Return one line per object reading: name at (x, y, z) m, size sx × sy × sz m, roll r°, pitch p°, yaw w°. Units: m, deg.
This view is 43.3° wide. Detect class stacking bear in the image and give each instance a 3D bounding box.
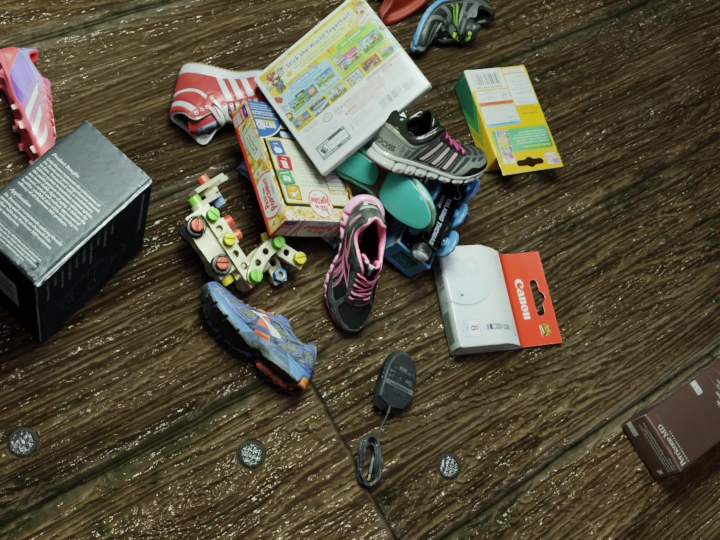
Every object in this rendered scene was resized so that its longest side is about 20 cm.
stacking bear at (0.039, -0.551, 1.576) m, size 0.112 × 0.122 × 0.202 m, roll -23°, pitch 69°, yaw -24°

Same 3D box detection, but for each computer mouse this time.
computer mouse at (0.032, 0.208, 1.288) m, size 0.058 × 0.034 × 0.203 m, roll 31°, pitch 65°, yaw -23°

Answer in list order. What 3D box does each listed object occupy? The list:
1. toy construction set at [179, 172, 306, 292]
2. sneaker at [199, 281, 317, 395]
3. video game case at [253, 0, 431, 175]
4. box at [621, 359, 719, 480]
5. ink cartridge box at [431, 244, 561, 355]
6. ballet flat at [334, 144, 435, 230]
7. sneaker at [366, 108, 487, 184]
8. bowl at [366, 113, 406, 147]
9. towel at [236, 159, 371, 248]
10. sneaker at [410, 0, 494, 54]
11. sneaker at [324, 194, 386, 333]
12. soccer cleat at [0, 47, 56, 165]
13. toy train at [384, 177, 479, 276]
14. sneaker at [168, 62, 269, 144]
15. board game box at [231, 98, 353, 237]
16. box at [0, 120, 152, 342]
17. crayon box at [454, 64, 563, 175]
toy construction set at (-0.181, -0.053, 1.287) m, size 0.131 × 0.092 × 0.201 m, roll -37°, pitch 83°, yaw -28°
sneaker at (-0.142, 0.085, 1.262) m, size 0.200 × 0.075 × 0.079 m, roll 43°, pitch 52°, yaw -6°
video game case at (-0.028, -0.268, 1.301) m, size 0.199 × 0.023 × 0.183 m, roll -38°, pitch 77°, yaw 5°
box at (0.517, 0.230, 1.419) m, size 0.198 × 0.075 × 0.101 m, roll -28°, pitch 79°, yaw -25°
ink cartridge box at (0.218, 0.041, 1.411) m, size 0.196 × 0.047 × 0.163 m, roll -4°, pitch 69°, yaw -18°
ballet flat at (0.041, -0.133, 1.327) m, size 0.199 × 0.068 × 0.070 m, roll 36°, pitch 27°, yaw 16°
sneaker at (0.107, -0.181, 1.290) m, size 0.196 × 0.089 × 0.074 m, roll 5°, pitch 31°, yaw -28°
bowl at (0.019, -0.256, 1.406) m, size 0.074 × 0.200 × 0.203 m, roll -27°, pitch 74°, yaw 9°
towel at (-0.076, -0.144, 1.403) m, size 0.199 × 0.024 × 0.148 m, roll 37°, pitch 60°, yaw -1°
sneaker at (0.164, -0.431, 1.583) m, size 0.199 × 0.071 × 0.083 m, roll -36°, pitch 76°, yaw -31°
sneaker at (0.000, 0.000, 1.283) m, size 0.077 × 0.095 × 0.204 m, roll 2°, pitch 108°, yaw -18°
soccer cleat at (-0.463, -0.232, 1.286) m, size 0.075 × 0.067 × 0.202 m, roll -19°, pitch 72°, yaw -30°
toy train at (0.107, -0.090, 1.390) m, size 0.086 × 0.114 × 0.202 m, roll 37°, pitch 58°, yaw -22°
sneaker at (-0.192, -0.243, 1.362) m, size 0.196 × 0.072 × 0.114 m, roll 9°, pitch 63°, yaw 10°
board game box at (-0.093, -0.148, 1.329) m, size 0.150 × 0.046 × 0.203 m, roll 1°, pitch 61°, yaw -43°
box at (-0.379, -0.046, 1.154) m, size 0.124 × 0.200 × 0.197 m, roll 41°, pitch 61°, yaw 3°
crayon box at (0.251, -0.247, 1.545) m, size 0.123 × 0.052 × 0.203 m, roll -9°, pitch 70°, yaw -22°
